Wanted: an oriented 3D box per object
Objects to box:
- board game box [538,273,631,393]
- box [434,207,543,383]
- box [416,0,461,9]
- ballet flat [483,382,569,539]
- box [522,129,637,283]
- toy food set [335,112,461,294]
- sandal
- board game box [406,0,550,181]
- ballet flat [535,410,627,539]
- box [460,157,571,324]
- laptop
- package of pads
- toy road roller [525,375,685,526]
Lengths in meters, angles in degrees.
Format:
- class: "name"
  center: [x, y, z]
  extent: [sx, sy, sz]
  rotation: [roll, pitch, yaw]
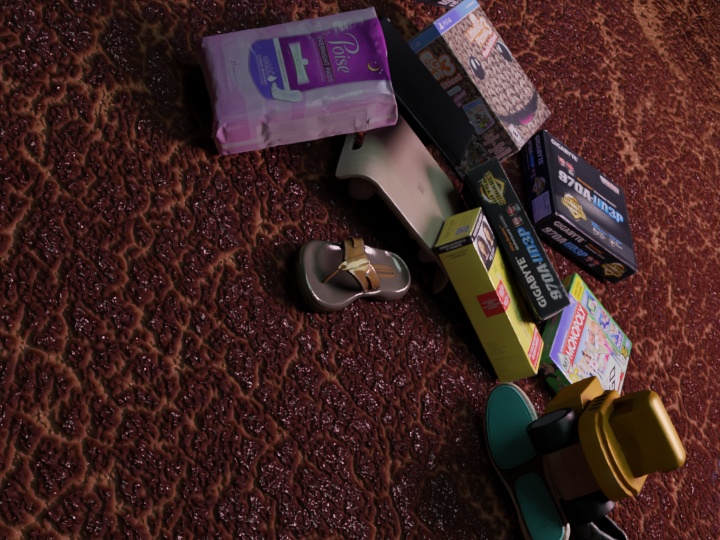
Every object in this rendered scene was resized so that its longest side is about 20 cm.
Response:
- class: "board game box"
  center: [0.297, 0.110, 1.659]
  extent: [0.135, 0.029, 0.200]
  rotation: [50, 35, -15]
- class: "box"
  center: [0.155, 0.031, 1.487]
  extent: [0.201, 0.050, 0.075]
  rotation: [64, 26, -20]
- class: "box"
  center: [0.153, -0.445, 1.764]
  extent: [0.199, 0.193, 0.048]
  rotation: [-3, 64, -54]
- class: "ballet flat"
  center: [0.189, 0.228, 1.423]
  extent: [0.069, 0.069, 0.201]
  rotation: [12, 58, -48]
- class: "box"
  center: [0.319, -0.091, 1.825]
  extent: [0.199, 0.046, 0.160]
  rotation: [31, 43, -35]
- class: "toy food set"
  center: [0.048, -0.087, 1.487]
  extent: [0.200, 0.060, 0.144]
  rotation: [50, 34, -28]
- class: "sandal"
  center: [0.000, 0.000, 1.349]
  extent: [0.199, 0.054, 0.082]
  rotation: [3, 62, -51]
- class: "board game box"
  center: [0.146, -0.247, 1.688]
  extent: [0.201, 0.097, 0.159]
  rotation: [54, 34, -8]
- class: "ballet flat"
  center: [0.250, 0.248, 1.480]
  extent: [0.201, 0.057, 0.066]
  rotation: [59, 33, 0]
- class: "box"
  center: [0.191, -0.032, 1.559]
  extent: [0.201, 0.046, 0.159]
  rotation: [63, 0, 6]
- class: "laptop"
  center: [0.041, -0.202, 1.495]
  extent: [0.103, 0.200, 0.177]
  rotation: [-47, 106, -22]
- class: "package of pads"
  center: [-0.066, -0.196, 1.307]
  extent: [0.076, 0.198, 0.121]
  rotation: [94, -16, -67]
- class: "toy road roller"
  center: [0.287, 0.187, 1.392]
  extent: [0.124, 0.145, 0.200]
  rotation: [65, 25, -1]
